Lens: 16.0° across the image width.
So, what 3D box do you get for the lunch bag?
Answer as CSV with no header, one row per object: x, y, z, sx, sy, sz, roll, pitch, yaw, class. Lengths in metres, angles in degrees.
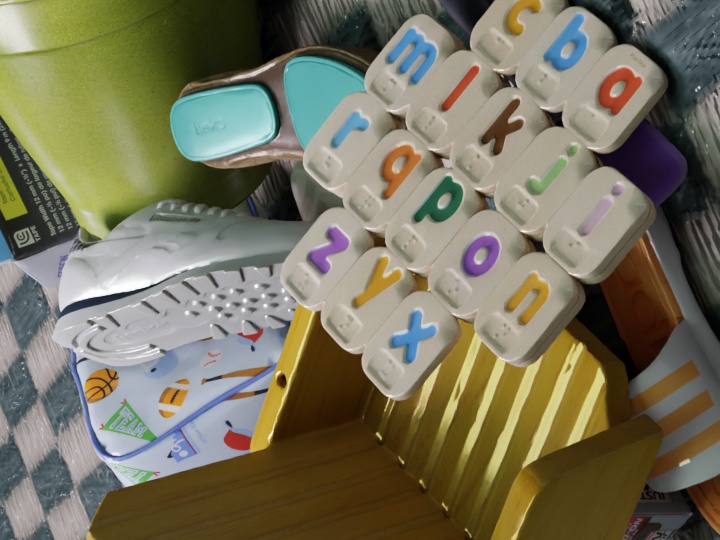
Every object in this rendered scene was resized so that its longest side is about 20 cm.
-0.091,0.045,1.536,0.076,0.160,0.200,53,-170,-39,lunch bag

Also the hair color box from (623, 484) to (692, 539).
0.074,0.077,1.286,0.099,0.060,0.200,-55,48,32,hair color box

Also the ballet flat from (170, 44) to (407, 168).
-0.022,-0.090,1.399,0.200,0.072,0.068,-6,101,51,ballet flat

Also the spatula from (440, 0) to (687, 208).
0.086,-0.087,1.232,0.021,0.057,0.200,36,-167,-43,spatula

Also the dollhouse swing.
-0.007,0.089,1.193,0.200,0.175,0.182,46,126,45,dollhouse swing

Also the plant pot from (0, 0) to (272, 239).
-0.139,-0.128,1.524,0.200,0.200,0.194,33,148,55,plant pot

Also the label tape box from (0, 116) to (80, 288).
-0.197,-0.071,1.648,0.144,0.199,0.066,61,160,20,label tape box

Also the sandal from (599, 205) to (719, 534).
0.130,0.044,1.204,0.207,0.059,0.079,66,156,11,sandal

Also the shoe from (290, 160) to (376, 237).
0.000,0.000,1.449,0.070,0.053,0.200,97,150,-42,shoe

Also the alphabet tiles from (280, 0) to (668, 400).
0.051,-0.041,1.206,0.015,0.196,0.200,33,-172,-44,alphabet tiles

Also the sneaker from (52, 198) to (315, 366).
-0.091,-0.007,1.452,0.076,0.199,0.081,42,-135,-47,sneaker
